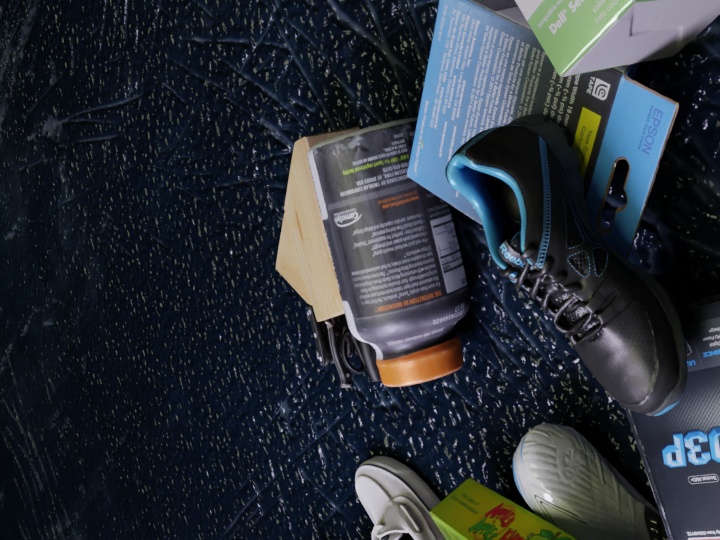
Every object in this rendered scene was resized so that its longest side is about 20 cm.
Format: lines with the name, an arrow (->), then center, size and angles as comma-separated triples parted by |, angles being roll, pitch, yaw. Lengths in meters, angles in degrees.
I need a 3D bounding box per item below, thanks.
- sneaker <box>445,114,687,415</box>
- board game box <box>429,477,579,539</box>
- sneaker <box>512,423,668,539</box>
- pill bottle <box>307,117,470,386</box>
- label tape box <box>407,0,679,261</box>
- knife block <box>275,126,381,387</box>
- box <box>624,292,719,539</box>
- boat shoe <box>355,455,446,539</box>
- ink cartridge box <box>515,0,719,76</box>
sneaker -> 0.119, 0.003, 0.607 | 0.202, 0.081, 0.073 | 60, 139, 14
board game box -> 0.129, 0.228, 0.736 | 0.103, 0.047, 0.200 | 57, 167, -12
sneaker -> 0.185, 0.197, 0.719 | 0.201, 0.071, 0.073 | 52, 167, 22
pill bottle -> 0.028, -0.012, 0.809 | 0.105, 0.105, 0.204 | -9, 95, 54
label tape box -> 0.128, -0.091, 0.677 | 0.199, 0.063, 0.147 | 38, 131, 36
knife block -> 0.000, 0.000, 0.891 | 0.175, 0.063, 0.203 | 42, 133, 37
box -> 0.250, 0.088, 0.593 | 0.199, 0.045, 0.162 | -23, 84, 54
boat shoe -> 0.043, 0.246, 0.917 | 0.200, 0.065, 0.073 | 43, 136, 42
ink cartridge box -> 0.123, -0.221, 0.587 | 0.067, 0.116, 0.202 | -46, 67, 50
